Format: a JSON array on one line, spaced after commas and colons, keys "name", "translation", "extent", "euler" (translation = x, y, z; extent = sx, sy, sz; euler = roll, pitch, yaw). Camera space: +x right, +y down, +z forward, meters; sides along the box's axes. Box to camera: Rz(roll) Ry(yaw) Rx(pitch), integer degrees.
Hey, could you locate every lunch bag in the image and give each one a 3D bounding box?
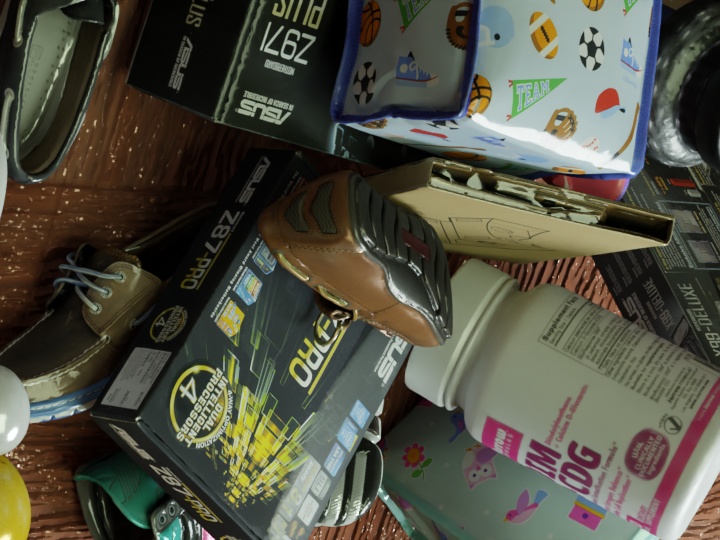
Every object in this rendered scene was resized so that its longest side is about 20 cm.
[{"name": "lunch bag", "translation": [0.089, -0.163, 1.481], "extent": [0.170, 0.124, 0.200], "euler": [17, 78, -46]}, {"name": "lunch bag", "translation": [0.129, 0.143, 1.768], "extent": [0.170, 0.200, 0.122], "euler": [-47, 137, -13]}]

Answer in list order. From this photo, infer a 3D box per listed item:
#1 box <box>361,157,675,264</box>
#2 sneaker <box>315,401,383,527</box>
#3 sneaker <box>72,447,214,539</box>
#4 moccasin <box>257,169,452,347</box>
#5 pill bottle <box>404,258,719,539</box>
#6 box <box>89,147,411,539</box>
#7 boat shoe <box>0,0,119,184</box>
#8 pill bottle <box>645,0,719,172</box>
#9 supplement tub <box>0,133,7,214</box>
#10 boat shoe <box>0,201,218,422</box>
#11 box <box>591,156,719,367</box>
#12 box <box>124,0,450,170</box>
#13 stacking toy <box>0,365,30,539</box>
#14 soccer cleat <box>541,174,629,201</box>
[{"name": "box", "translation": [0.072, -0.032, 1.586], "extent": [0.163, 0.200, 0.021], "euler": [12, 81, -22]}, {"name": "sneaker", "translation": [-0.025, 0.075, 1.687], "extent": [0.076, 0.116, 0.200], "euler": [18, 68, -15]}, {"name": "sneaker", "translation": [-0.116, 0.110, 1.612], "extent": [0.121, 0.084, 0.200], "euler": [-8, 117, -48]}, {"name": "moccasin", "translation": [0.000, 0.002, 1.521], "extent": [0.201, 0.078, 0.074], "euler": [29, 52, -65]}, {"name": "pill bottle", "translation": [0.137, 0.078, 1.661], "extent": [0.113, 0.200, 0.113], "euler": [-57, 166, -23]}, {"name": "box", "translation": [-0.055, 0.053, 1.553], "extent": [0.161, 0.049, 0.200], "euler": [52, 57, -38]}, {"name": "boat shoe", "translation": [-0.163, -0.144, 1.427], "extent": [0.074, 0.060, 0.200], "euler": [16, 102, -46]}, {"name": "pill bottle", "translation": [0.187, -0.133, 1.657], "extent": [0.112, 0.200, 0.112], "euler": [-22, 127, -32]}, {"name": "supplement tub", "translation": [-0.289, -0.062, 1.294], "extent": [0.200, 0.145, 0.145], "euler": [31, 91, -48]}, {"name": "boat shoe", "translation": [-0.149, 0.019, 1.538], "extent": [0.200, 0.072, 0.072], "euler": [-34, 129, -38]}, {"name": "box", "translation": [0.234, 0.001, 1.787], "extent": [0.158, 0.200, 0.050], "euler": [2, 144, -44]}, {"name": "box", "translation": [-0.017, -0.154, 1.527], "extent": [0.200, 0.086, 0.164], "euler": [15, 97, -47]}, {"name": "stacking toy", "translation": [-0.235, 0.144, 1.469], "extent": [0.146, 0.146, 0.200], "euler": [3, 110, -44]}, {"name": "soccer cleat", "translation": [0.113, -0.119, 1.609], "extent": [0.067, 0.200, 0.076], "euler": [-41, 155, 17]}]
